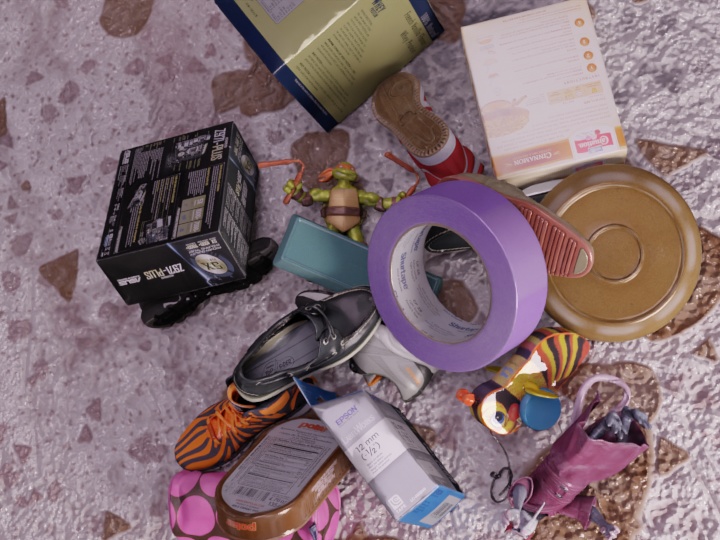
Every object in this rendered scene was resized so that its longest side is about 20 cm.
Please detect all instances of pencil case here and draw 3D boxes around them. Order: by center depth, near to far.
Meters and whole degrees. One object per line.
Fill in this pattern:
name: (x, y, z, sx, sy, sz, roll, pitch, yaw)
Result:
pencil case: (-0.126, 0.285, 1.439, 0.198, 0.091, 0.095, 1, 93, 20)

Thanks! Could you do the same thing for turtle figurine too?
turtle figurine: (-0.031, -0.065, 1.502, 0.198, 0.064, 0.163, 4, 84, -8)

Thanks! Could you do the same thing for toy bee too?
toy bee: (0.167, 0.140, 1.357, 0.108, 0.131, 0.201, 31, 67, -21)

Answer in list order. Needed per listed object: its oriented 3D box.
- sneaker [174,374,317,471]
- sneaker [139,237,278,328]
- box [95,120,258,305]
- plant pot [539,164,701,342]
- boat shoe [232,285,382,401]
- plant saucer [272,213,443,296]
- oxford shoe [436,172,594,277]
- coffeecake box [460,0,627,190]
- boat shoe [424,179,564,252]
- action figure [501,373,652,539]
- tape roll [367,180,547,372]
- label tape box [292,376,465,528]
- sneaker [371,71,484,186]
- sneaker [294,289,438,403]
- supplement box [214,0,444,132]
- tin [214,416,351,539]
sneaker: (-0.152, 0.167, 1.460, 0.199, 0.112, 0.078, -35, 68, 6)
sneaker: (-0.197, -0.002, 1.540, 0.199, 0.075, 0.080, -26, 68, 10)
box: (-0.221, -0.072, 1.517, 0.162, 0.086, 0.201, -13, 45, 14)
plant pot: (0.284, -0.019, 1.380, 0.198, 0.027, 0.202, 0, 92, 5)
boat shoe: (-0.059, 0.074, 1.389, 0.198, 0.066, 0.075, -28, 69, -5)
plant saucer: (0.000, 0.000, 1.453, 0.199, 0.019, 0.070, 24, 71, -7)
oxford shoe: (0.180, -0.060, 1.355, 0.199, 0.074, 0.071, 33, 127, 25)
coffeecake box: (0.214, -0.202, 1.451, 0.152, 0.073, 0.202, -13, 72, 5)
boat shoe: (0.164, -0.051, 1.436, 0.198, 0.076, 0.061, -18, 66, 13)
action figure: (0.215, 0.216, 1.336, 0.200, 0.133, 0.149, -51, 29, 26)
tape roll: (0.103, 0.006, 1.350, 0.199, 0.065, 0.202, 16, 116, 36)
label tape box: (0.023, 0.189, 1.382, 0.066, 0.143, 0.200, -39, 68, 5)
sneaker: (0.083, -0.159, 1.503, 0.071, 0.113, 0.200, -37, 38, 8)
sneaker: (0.000, 0.084, 1.457, 0.199, 0.074, 0.080, 30, 92, 22)
supplement box: (-0.033, -0.310, 1.498, 0.199, 0.200, 0.135, -40, 69, 5)
tin: (-0.085, 0.231, 1.391, 0.111, 0.200, 0.042, 11, 121, 25)
